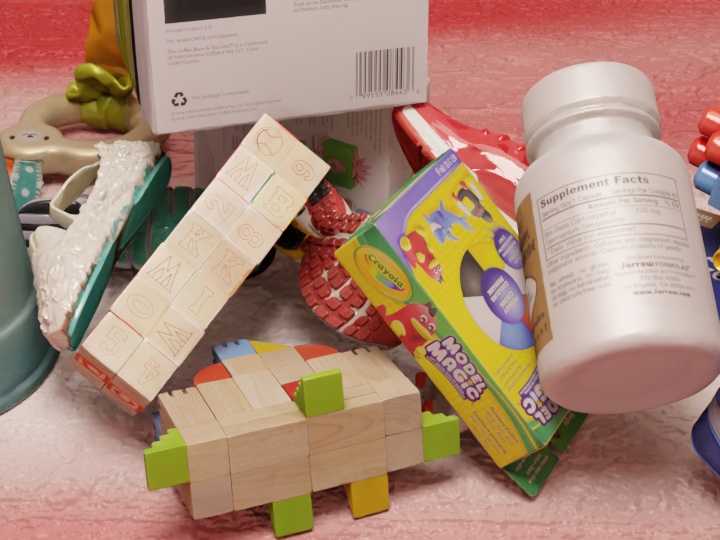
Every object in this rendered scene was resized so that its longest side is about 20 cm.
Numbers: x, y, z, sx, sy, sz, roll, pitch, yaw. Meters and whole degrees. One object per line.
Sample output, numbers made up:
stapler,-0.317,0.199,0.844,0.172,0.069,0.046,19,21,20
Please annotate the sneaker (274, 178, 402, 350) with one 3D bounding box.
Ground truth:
sneaker,0.000,0.000,1.105,0.078,0.082,0.200,-42,31,5

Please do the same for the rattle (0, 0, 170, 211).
rattle,-0.250,-0.140,1.290,0.130,0.144,0.199,43,43,23

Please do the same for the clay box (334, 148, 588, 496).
clay box,0.082,0.033,0.987,0.201,0.047,0.115,51,41,-5

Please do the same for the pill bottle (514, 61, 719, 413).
pill bottle,0.155,-0.023,0.968,0.113,0.115,0.202,-3,63,-4

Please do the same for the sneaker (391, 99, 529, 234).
sneaker,0.120,-0.069,1.087,0.115,0.078,0.200,-40,77,-10

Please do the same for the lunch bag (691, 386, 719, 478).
lunch bag,0.302,0.087,0.942,0.199,0.133,0.136,-22,55,-31

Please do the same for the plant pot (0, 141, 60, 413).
plant pot,-0.314,-0.024,1.053,0.198,0.198,0.201,0,32,0

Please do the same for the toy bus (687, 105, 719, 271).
toy bus,0.325,-0.073,1.083,0.191,0.201,0.136,33,43,18

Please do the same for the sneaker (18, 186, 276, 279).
sneaker,-0.163,-0.036,1.190,0.197,0.075,0.088,6,12,-6

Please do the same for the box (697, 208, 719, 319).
box,0.246,-0.002,1.166,0.120,0.033,0.200,20,37,28

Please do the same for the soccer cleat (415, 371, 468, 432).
soccer cleat,0.083,0.039,1.075,0.077,0.070,0.201,16,35,-8

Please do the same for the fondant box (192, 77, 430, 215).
fondant box,-0.043,-0.102,1.217,0.199,0.146,0.058,23,37,31

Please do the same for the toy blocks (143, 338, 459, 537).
toy blocks,-0.054,0.089,0.990,0.198,0.101,0.137,-11,23,-18

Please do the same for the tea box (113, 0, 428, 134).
tea box,-0.071,-0.203,1.106,0.198,0.135,0.197,-7,30,-13

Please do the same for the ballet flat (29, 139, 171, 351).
ballet flat,-0.191,-0.022,1.069,0.071,0.072,0.201,8,41,12

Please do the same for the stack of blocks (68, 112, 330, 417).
stack of blocks,-0.111,0.001,1.046,0.058,0.115,0.201,38,71,-5
